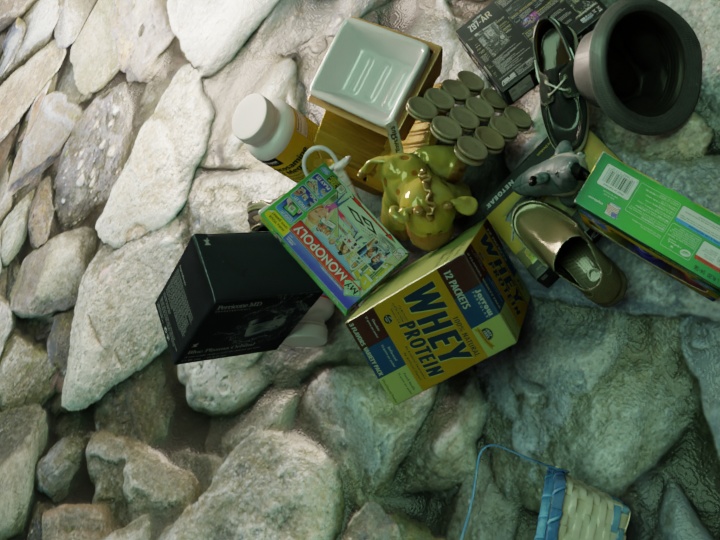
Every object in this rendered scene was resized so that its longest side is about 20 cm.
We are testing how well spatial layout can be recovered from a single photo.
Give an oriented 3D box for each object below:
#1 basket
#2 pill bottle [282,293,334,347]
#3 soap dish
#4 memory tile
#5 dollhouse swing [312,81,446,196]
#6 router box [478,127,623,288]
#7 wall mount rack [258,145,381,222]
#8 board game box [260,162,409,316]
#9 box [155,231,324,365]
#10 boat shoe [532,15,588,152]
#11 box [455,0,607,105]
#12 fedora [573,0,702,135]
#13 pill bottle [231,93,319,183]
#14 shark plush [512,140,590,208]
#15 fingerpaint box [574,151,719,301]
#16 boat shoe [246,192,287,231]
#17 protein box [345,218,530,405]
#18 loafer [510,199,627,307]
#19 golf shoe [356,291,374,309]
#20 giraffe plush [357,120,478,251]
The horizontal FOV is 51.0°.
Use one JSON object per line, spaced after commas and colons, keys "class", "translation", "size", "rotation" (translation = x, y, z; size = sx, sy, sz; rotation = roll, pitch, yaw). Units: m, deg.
{"class": "basket", "translation": [0.225, 0.332, 0.947], "size": [0.195, 0.139, 0.181], "rotation": [16, 83, 7]}
{"class": "pill bottle", "translation": [-0.097, 0.024, 1.319], "size": [0.107, 0.108, 0.206], "rotation": [-13, 68, 32]}
{"class": "soap dish", "translation": [0.026, -0.306, 1.213], "size": [0.198, 0.081, 0.160], "rotation": [30, 92, 34]}
{"class": "memory tile", "translation": [0.169, -0.237, 1.155], "size": [0.153, 0.199, 0.017], "rotation": [40, 135, 15]}
{"class": "dollhouse swing", "translation": [0.031, -0.247, 1.262], "size": [0.176, 0.178, 0.205], "rotation": [-178, 109, -81]}
{"class": "router box", "translation": [0.292, -0.103, 1.108], "size": [0.200, 0.052, 0.159], "rotation": [-46, 55, 16]}
{"class": "wall mount rack", "translation": [-0.062, -0.093, 1.250], "size": [0.171, 0.075, 0.203], "rotation": [-27, 104, 16]}
{"class": "board game box", "translation": [-0.039, -0.050, 1.143], "size": [0.134, 0.029, 0.200], "rotation": [-39, 77, -19]}
{"class": "box", "translation": [-0.191, 0.041, 1.180], "size": [0.200, 0.193, 0.120], "rotation": [-49, 57, 44]}
{"class": "boat shoe", "translation": [0.283, -0.266, 1.090], "size": [0.070, 0.067, 0.206], "rotation": [-11, 76, 32]}
{"class": "box", "translation": [0.271, -0.383, 1.200], "size": [0.198, 0.043, 0.162], "rotation": [-37, 57, 10]}
{"class": "fedora", "translation": [0.371, -0.278, 1.049], "size": [0.090, 0.195, 0.183], "rotation": [10, 98, 63]}
{"class": "pill bottle", "translation": [-0.138, -0.238, 1.377], "size": [0.110, 0.198, 0.116], "rotation": [-12, 68, 32]}
{"class": "shark plush", "translation": [0.257, -0.113, 0.993], "size": [0.081, 0.200, 0.094], "rotation": [-7, 105, 2]}
{"class": "fingerpaint box", "translation": [0.369, -0.048, 0.930], "size": [0.198, 0.166, 0.074], "rotation": [35, 97, 20]}
{"class": "boat shoe", "translation": [-0.138, -0.099, 1.423], "size": [0.197, 0.073, 0.076], "rotation": [-6, 81, 44]}
{"class": "protein box", "translation": [0.117, 0.054, 1.072], "size": [0.198, 0.198, 0.137], "rotation": [-31, 95, 24]}
{"class": "loafer", "translation": [0.276, -0.034, 1.024], "size": [0.200, 0.067, 0.077], "rotation": [44, 103, 32]}
{"class": "golf shoe", "translation": [0.000, 0.000, 1.201], "size": [0.074, 0.202, 0.092], "rotation": [-27, 23, 14]}
{"class": "giraffe plush", "translation": [0.098, -0.103, 1.120], "size": [0.170, 0.201, 0.164], "rotation": [-33, 36, 8]}
